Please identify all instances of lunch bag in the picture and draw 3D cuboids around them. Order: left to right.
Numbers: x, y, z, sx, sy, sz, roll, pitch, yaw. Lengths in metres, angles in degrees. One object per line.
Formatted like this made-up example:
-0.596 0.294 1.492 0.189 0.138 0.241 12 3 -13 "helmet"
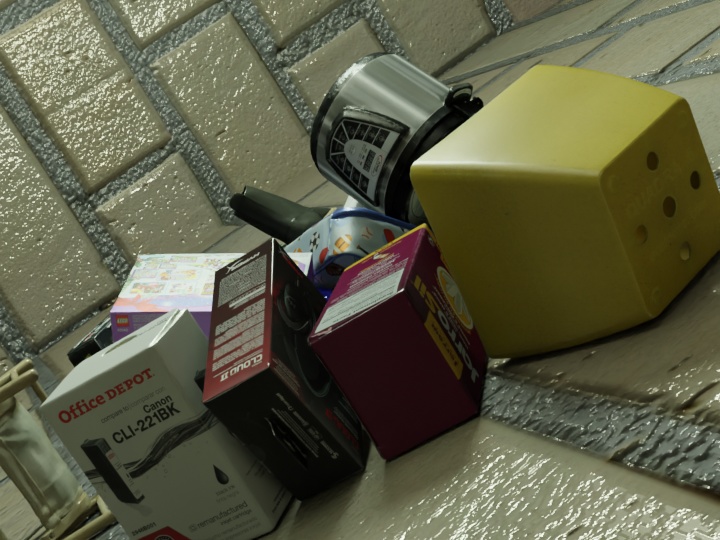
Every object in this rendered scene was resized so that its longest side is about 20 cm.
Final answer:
0.000 0.000 1.433 0.199 0.158 0.077 -30 52 54 "lunch bag"

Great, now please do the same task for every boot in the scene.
-0.099 -0.072 1.590 0.078 0.137 0.200 -64 5 0 "boot"

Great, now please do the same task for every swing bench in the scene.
-0.404 0.243 1.405 0.199 0.200 0.130 -35 11 -14 "swing bench"

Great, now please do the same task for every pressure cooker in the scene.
0.062 -0.141 1.441 0.179 0.199 0.176 -48 -26 -11 "pressure cooker"

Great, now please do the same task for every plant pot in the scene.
0.197 -0.052 1.062 0.199 0.202 0.175 -39 25 -31 "plant pot"

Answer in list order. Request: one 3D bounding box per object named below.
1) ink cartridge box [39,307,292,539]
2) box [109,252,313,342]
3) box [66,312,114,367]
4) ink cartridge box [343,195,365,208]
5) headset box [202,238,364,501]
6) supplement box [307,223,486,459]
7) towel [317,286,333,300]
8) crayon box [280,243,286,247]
-0.172 0.157 1.120 0.143 0.201 0.084 -27 12 25 "ink cartridge box"
-0.153 0.028 1.307 0.197 0.040 0.137 0 26 4 "box"
-0.216 0.130 1.353 0.046 0.201 0.159 -30 11 24 "box"
0.029 -0.089 1.614 0.202 0.083 0.146 -67 6 -22 "ink cartridge box"
-0.067 0.094 1.116 0.077 0.149 0.201 -29 33 17 "headset box"
0.041 0.058 1.132 0.102 0.132 0.200 -28 13 17 "supplement box"
-0.096 0.079 1.307 0.198 0.050 0.147 -26 18 -21 "towel"
-0.154 0.062 1.656 0.199 0.127 0.051 -25 6 35 "crayon box"
